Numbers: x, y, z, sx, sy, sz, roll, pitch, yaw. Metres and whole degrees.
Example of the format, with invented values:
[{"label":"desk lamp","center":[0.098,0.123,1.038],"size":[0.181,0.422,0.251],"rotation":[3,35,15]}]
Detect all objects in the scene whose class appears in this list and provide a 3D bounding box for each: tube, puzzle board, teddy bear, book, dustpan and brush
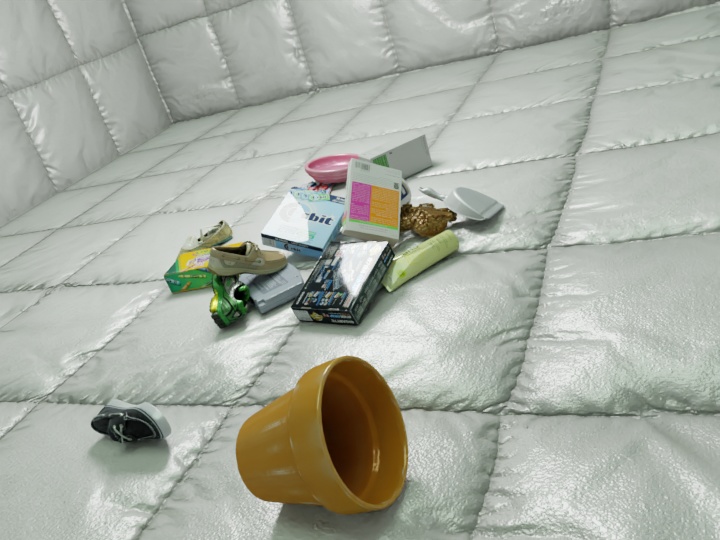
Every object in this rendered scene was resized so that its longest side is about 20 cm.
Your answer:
[{"label":"tube","center":[0.123,-0.023,1.480],"size":[0.199,0.052,0.058],"rotation":[-28,14,-18]},{"label":"puzzle board","center":[-0.162,-0.246,2.158],"size":[0.150,0.017,0.200],"rotation":[-12,25,13]},{"label":"teddy bear","center":[0.157,-0.120,1.647],"size":[0.144,0.067,0.200],"rotation":[-11,19,-29]},{"label":"book","center":[0.029,-0.165,1.637],"size":[0.133,0.048,0.201],"rotation":[13,63,-15]},{"label":"dustpan and brush","center":[0.231,-0.168,1.637],"size":[0.200,0.057,0.139],"rotation":[33,31,15]}]

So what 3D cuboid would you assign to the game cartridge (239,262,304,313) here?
[{"label":"game cartridge","center":[-0.208,0.032,1.605],"size":[0.133,0.041,0.200],"rotation":[-30,27,-15]}]

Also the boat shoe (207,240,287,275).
[{"label":"boat shoe","center":[-0.257,-0.032,1.585],"size":[0.199,0.065,0.072],"rotation":[-5,28,-34]}]

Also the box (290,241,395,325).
[{"label":"box","center":[-0.036,0.022,1.439],"size":[0.158,0.046,0.200],"rotation":[1,47,35]}]

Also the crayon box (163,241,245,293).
[{"label":"crayon box","center":[-0.396,-0.008,1.783],"size":[0.199,0.058,0.119],"rotation":[-10,26,17]}]

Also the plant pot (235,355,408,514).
[{"label":"plant pot","center":[-0.064,0.238,0.936],"size":[0.183,0.201,0.200],"rotation":[-23,20,29]}]

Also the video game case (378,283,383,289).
[{"label":"video game case","center":[0.000,0.000,1.551],"size":[0.143,0.018,0.200],"rotation":[-35,31,-32]}]

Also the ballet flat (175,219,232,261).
[{"label":"ballet flat","center":[-0.461,-0.086,1.975],"size":[0.200,0.071,0.071],"rotation":[-35,30,-31]}]

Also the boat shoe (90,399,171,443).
[{"label":"boat shoe","center":[-0.411,0.274,1.207],"size":[0.199,0.072,0.068],"rotation":[1,29,40]}]

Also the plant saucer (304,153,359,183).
[{"label":"plant saucer","center":[-0.079,-0.327,2.201],"size":[0.199,0.051,0.201],"rotation":[-6,24,3]}]

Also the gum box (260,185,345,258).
[{"label":"gum box","center":[-0.136,-0.126,1.756],"size":[0.169,0.045,0.200],"rotation":[13,48,14]}]

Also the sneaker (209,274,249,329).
[{"label":"sneaker","center":[-0.288,0.050,1.561],"size":[0.085,0.078,0.200],"rotation":[-22,38,7]}]

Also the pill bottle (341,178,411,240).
[{"label":"pill bottle","center":[0.038,-0.158,1.735],"size":[0.111,0.111,0.200],"rotation":[2,31,36]}]

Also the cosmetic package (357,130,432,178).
[{"label":"cosmetic package","center":[0.105,-0.331,2.047],"size":[0.199,0.108,0.085],"rotation":[-28,27,-17]}]
